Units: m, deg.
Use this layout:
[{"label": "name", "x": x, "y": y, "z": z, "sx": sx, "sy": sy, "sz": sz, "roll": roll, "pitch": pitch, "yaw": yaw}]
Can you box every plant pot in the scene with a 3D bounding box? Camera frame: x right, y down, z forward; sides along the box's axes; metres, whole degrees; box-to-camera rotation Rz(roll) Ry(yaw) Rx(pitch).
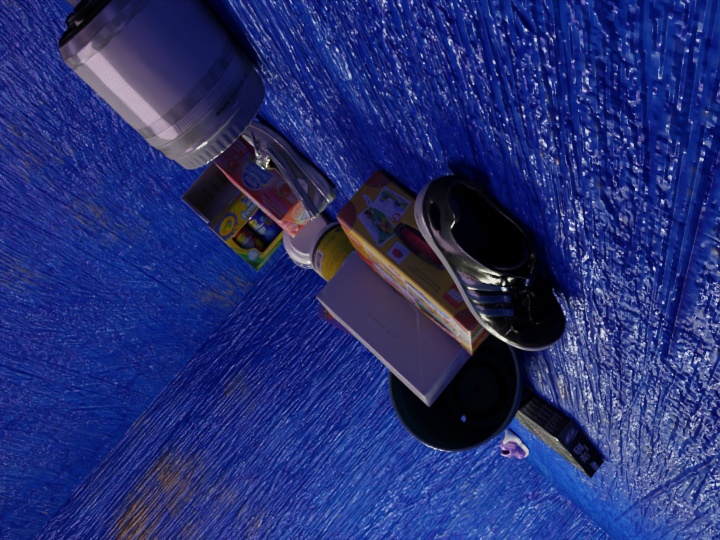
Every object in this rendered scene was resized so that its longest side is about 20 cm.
[{"label": "plant pot", "x": 0.167, "y": 0.178, "z": 0.959, "sx": 0.199, "sy": 0.202, "sz": 0.187, "roll": 39, "pitch": -176, "yaw": 28}]

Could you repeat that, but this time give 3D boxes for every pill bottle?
[{"label": "pill bottle", "x": 0.000, "y": 0.000, "z": 1.132, "sx": 0.199, "sy": 0.113, "sz": 0.113, "roll": 38, "pitch": 173, "yaw": 40}, {"label": "pill bottle", "x": -0.117, "y": -0.072, "z": 1.389, "sx": 0.119, "sy": 0.120, "sz": 0.200, "roll": 42, "pitch": 174, "yaw": 1}]

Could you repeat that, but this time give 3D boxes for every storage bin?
[{"label": "storage bin", "x": -0.426, "y": -0.243, "z": 1.867, "sx": 0.094, "sy": 0.201, "sz": 0.198, "roll": 44, "pitch": 174, "yaw": -39}]

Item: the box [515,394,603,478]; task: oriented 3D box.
[{"label": "box", "x": 0.352, "y": 0.293, "z": 1.172, "sx": 0.160, "sy": 0.044, "sz": 0.199, "roll": 47, "pitch": 173, "yaw": -32}]

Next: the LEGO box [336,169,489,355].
[{"label": "LEGO box", "x": 0.079, "y": -0.005, "z": 0.721, "sx": 0.199, "sy": 0.077, "sz": 0.149, "roll": 41, "pitch": 174, "yaw": 20}]

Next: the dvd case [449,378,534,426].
[{"label": "dvd case", "x": 0.208, "y": 0.190, "z": 1.116, "sx": 0.199, "sy": 0.018, "sz": 0.141, "roll": 40, "pitch": -146, "yaw": 28}]

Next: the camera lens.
[{"label": "camera lens", "x": -0.227, "y": -0.241, "z": 0.706, "sx": 0.200, "sy": 0.160, "sz": 0.159, "roll": 47, "pitch": 173, "yaw": -35}]

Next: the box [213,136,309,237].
[{"label": "box", "x": -0.183, "y": -0.174, "z": 1.212, "sx": 0.199, "sy": 0.095, "sz": 0.103, "roll": 41, "pitch": 175, "yaw": 17}]

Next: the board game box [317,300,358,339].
[{"label": "board game box", "x": 0.034, "y": 0.089, "z": 1.152, "sx": 0.198, "sy": 0.046, "sz": 0.133, "roll": 25, "pitch": -153, "yaw": 36}]

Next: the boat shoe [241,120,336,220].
[{"label": "boat shoe", "x": -0.129, "y": -0.171, "z": 1.012, "sx": 0.201, "sy": 0.065, "sz": 0.074, "roll": 43, "pitch": 174, "yaw": 6}]

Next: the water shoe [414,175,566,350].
[{"label": "water shoe", "x": 0.122, "y": 0.004, "z": 0.528, "sx": 0.200, "sy": 0.072, "sz": 0.079, "roll": 45, "pitch": 172, "yaw": -18}]

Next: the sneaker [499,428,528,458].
[{"label": "sneaker", "x": 0.532, "y": 0.626, "z": 2.155, "sx": 0.080, "sy": 0.084, "sz": 0.200, "roll": 37, "pitch": 173, "yaw": 42}]

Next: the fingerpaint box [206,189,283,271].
[{"label": "fingerpaint box", "x": -0.264, "y": -0.131, "z": 1.562, "sx": 0.167, "sy": 0.201, "sz": 0.073, "roll": 46, "pitch": 172, "yaw": -29}]

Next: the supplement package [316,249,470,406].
[{"label": "supplement package", "x": 0.068, "y": 0.055, "z": 0.845, "sx": 0.199, "sy": 0.156, "sz": 0.111, "roll": 40, "pitch": 173, "yaw": 20}]
